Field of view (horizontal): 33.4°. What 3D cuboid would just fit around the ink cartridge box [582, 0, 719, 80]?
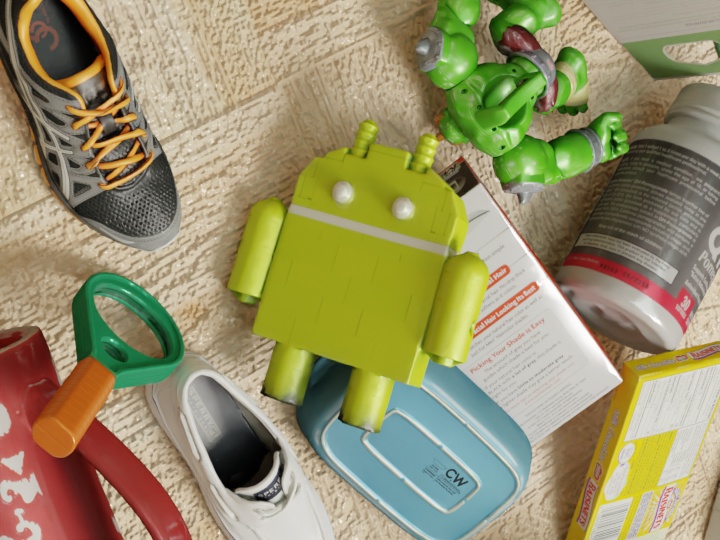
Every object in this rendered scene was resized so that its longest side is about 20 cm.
[{"bbox_3d":[0.219,-0.226,0.904,0.199,0.145,0.048,36,77,-26],"label":"ink cartridge box"}]

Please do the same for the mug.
[{"bbox_3d":[-0.193,0.139,0.720,0.175,0.133,0.203,-17,99,-2],"label":"mug"}]

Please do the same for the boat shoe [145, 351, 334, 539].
[{"bbox_3d":[-0.076,0.144,0.824,0.074,0.065,0.201,-45,113,-18],"label":"boat shoe"}]

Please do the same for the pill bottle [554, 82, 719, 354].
[{"bbox_3d":[0.246,-0.044,0.955,0.110,0.110,0.202,37,78,-26],"label":"pill bottle"}]

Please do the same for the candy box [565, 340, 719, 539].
[{"bbox_3d":[0.229,0.150,0.964,0.101,0.026,0.202,-10,128,-29],"label":"candy box"}]

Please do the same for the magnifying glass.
[{"bbox_3d":[-0.152,0.055,0.712,0.079,0.200,0.022,42,105,-10],"label":"magnifying glass"}]

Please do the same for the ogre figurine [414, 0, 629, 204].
[{"bbox_3d":[0.111,-0.141,0.883,0.120,0.097,0.202,-45,125,-30],"label":"ogre figurine"}]

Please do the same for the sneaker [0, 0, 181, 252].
[{"bbox_3d":[-0.170,-0.098,0.744,0.078,0.077,0.202,-38,112,-22],"label":"sneaker"}]

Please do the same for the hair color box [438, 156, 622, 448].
[{"bbox_3d":[0.093,0.031,0.886,0.110,0.064,0.201,-36,114,8],"label":"hair color box"}]

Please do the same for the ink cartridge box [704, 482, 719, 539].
[{"bbox_3d":[0.411,0.176,1.102,0.160,0.050,0.203,18,89,-29],"label":"ink cartridge box"}]

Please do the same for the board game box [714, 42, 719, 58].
[{"bbox_3d":[0.383,-0.139,0.971,0.029,0.199,0.136,-29,107,-20],"label":"board game box"}]

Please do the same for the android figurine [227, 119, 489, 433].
[{"bbox_3d":[0.000,0.000,0.808,0.041,0.180,0.203,21,86,-68],"label":"android figurine"}]

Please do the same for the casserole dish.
[{"bbox_3d":[0.042,0.130,0.870,0.121,0.039,0.200,-41,113,14],"label":"casserole dish"}]
